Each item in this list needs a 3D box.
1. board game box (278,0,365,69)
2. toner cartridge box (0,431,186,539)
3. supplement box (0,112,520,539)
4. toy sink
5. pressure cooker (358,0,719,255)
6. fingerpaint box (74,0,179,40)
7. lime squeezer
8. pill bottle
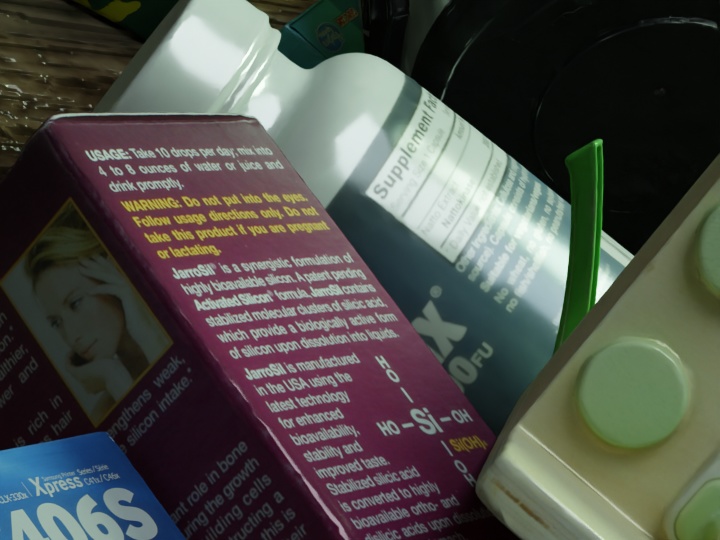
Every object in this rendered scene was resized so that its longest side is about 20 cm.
[{"bbox_3d":[0.055,-0.034,1.188,0.200,0.047,0.151,43,27,1],"label":"board game box"},{"bbox_3d":[-0.134,0.093,0.697,0.043,0.095,0.200,51,27,19],"label":"toner cartridge box"},{"bbox_3d":[-0.040,0.073,0.816,0.200,0.131,0.103,54,29,19],"label":"supplement box"},{"bbox_3d":[0.118,0.044,0.792,0.130,0.112,0.200,40,7,3],"label":"toy sink"},{"bbox_3d":[0.089,-0.117,1.110,0.178,0.176,0.200,28,34,-33],"label":"pressure cooker"},{"bbox_3d":[-0.068,-0.216,1.157,0.073,0.167,0.200,27,31,-28],"label":"fingerpaint box"},{"bbox_3d":[0.092,0.064,0.916,0.201,0.070,0.038,61,7,-1],"label":"lime squeezer"},{"bbox_3d":[0.000,0.000,0.986,0.200,0.120,0.120,38,27,-8],"label":"pill bottle"}]
